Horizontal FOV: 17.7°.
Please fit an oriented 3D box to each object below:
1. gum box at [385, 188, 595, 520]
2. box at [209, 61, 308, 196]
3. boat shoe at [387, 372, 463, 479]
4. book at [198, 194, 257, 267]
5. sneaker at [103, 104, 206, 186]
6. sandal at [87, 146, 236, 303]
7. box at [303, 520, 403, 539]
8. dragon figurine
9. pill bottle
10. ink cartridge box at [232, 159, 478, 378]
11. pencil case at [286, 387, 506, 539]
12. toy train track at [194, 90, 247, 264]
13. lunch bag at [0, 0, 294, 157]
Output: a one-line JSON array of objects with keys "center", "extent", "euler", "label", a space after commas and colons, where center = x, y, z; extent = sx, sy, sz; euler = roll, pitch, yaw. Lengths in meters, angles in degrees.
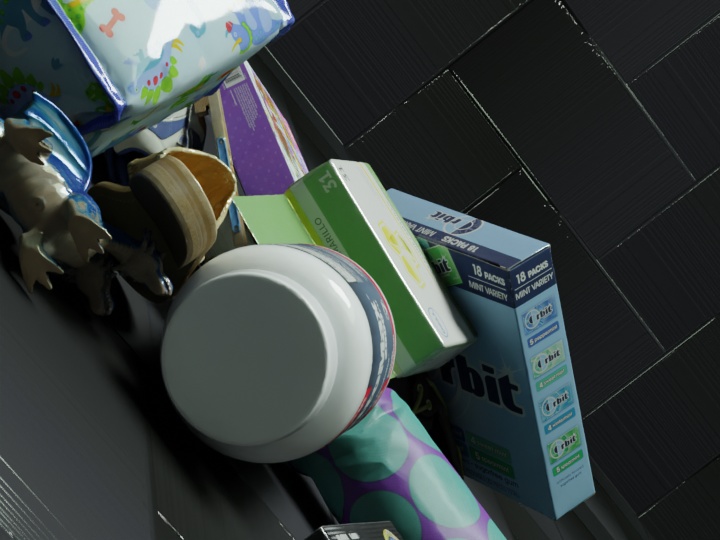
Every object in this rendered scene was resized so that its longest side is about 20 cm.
[{"center": [0.079, 0.057, 1.627], "extent": [0.169, 0.044, 0.201], "euler": [22, -46, 49], "label": "gum box"}, {"center": [-0.051, -0.043, 1.631], "extent": [0.137, 0.039, 0.201], "euler": [55, 11, -66], "label": "box"}, {"center": [0.028, 0.099, 1.607], "extent": [0.060, 0.072, 0.202], "euler": [34, -22, 38], "label": "boat shoe"}, {"center": [-0.058, 0.031, 1.677], "extent": [0.201, 0.048, 0.134], "euler": [59, 7, 33], "label": "book"}, {"center": [-0.151, -0.087, 1.591], "extent": [0.075, 0.089, 0.200], "euler": [11, -17, 3], "label": "sneaker"}, {"center": [-0.096, -0.035, 1.290], "extent": [0.078, 0.069, 0.212], "euler": [59, -16, -3], "label": "sandal"}, {"center": [0.028, 0.213, 1.256], "extent": [0.161, 0.044, 0.200], "euler": [54, 6, 12], "label": "box"}, {"center": [-0.170, -0.050, 1.186], "extent": [0.200, 0.059, 0.099], "euler": [54, 4, -14], "label": "dragon figurine"}, {"center": [-0.048, 0.045, 1.290], "extent": [0.120, 0.119, 0.200], "euler": [53, 7, 3], "label": "pill bottle"}, {"center": [0.000, 0.000, 1.487], "extent": [0.146, 0.048, 0.200], "euler": [58, 13, 7], "label": "ink cartridge box"}, {"center": [0.038, 0.168, 1.411], "extent": [0.201, 0.085, 0.093], "euler": [54, -37, 15], "label": "pencil case"}, {"center": [-0.093, -0.025, 1.534], "extent": [0.115, 0.032, 0.202], "euler": [51, 29, -87], "label": "toy train track"}, {"center": [-0.168, -0.175, 1.348], "extent": [0.170, 0.127, 0.201], "euler": [-35, 92, -48], "label": "lunch bag"}]
